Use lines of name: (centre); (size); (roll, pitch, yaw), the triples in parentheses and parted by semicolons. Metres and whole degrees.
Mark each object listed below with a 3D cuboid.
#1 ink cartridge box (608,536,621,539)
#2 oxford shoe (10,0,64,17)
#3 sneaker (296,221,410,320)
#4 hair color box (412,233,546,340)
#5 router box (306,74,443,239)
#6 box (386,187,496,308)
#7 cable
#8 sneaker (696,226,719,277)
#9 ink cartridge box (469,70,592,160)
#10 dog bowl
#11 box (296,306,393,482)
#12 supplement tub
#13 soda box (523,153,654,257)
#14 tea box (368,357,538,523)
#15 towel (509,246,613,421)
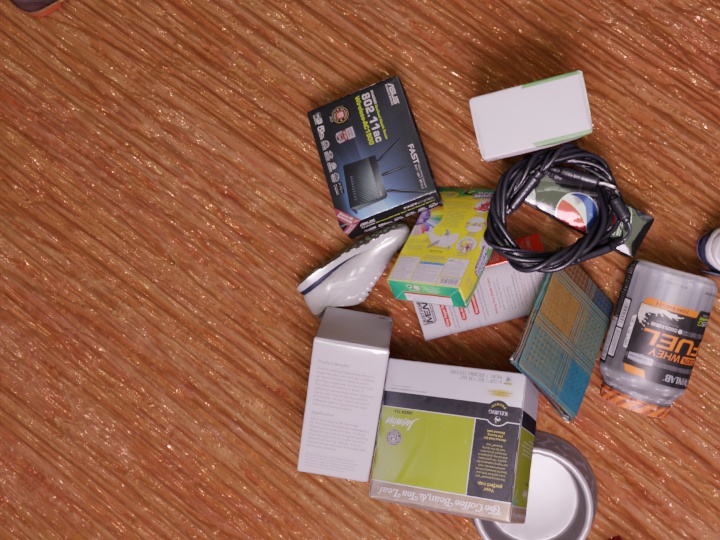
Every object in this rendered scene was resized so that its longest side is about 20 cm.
ink cartridge box: (0.300, 0.474, 1.169); (0.199, 0.144, 0.084); (-23, 89, 11)
oxford shoe: (-0.469, -0.472, 1.299); (0.199, 0.073, 0.072); (-32, 86, 10)
sneaker: (0.000, 0.000, 1.244); (0.199, 0.076, 0.081); (-34, 95, 17)
hair color box: (0.175, 0.025, 1.193); (0.198, 0.061, 0.102); (-15, 118, 10)
router box: (0.020, -0.166, 1.204); (0.149, 0.062, 0.201); (-20, 72, 10)
box: (0.128, -0.041, 1.166); (0.117, 0.049, 0.201); (7, 52, 31)
cable: (0.259, -0.083, 1.109); (0.198, 0.051, 0.164); (-18, 85, -1)
sneaker: (0.555, -0.001, 1.096); (0.199, 0.146, 0.081); (23, 97, 9)
ink cartridge box: (0.230, -0.206, 1.121); (0.145, 0.200, 0.085); (-13, 94, 11)
dog bowl: (0.253, 0.342, 1.215); (0.198, 0.059, 0.202); (1, 94, 10)
box: (-0.020, 0.174, 1.189); (0.105, 0.152, 0.202); (9, 104, 3)
supplement tub: (0.408, 0.094, 1.141); (0.122, 0.123, 0.202); (16, 96, 9)
soda box: (0.312, -0.093, 1.175); (0.199, 0.071, 0.064); (28, 96, 7)
tea box: (0.135, 0.240, 1.153); (0.198, 0.134, 0.198); (5, 75, 22)
towel: (0.282, 0.087, 1.131); (0.147, 0.022, 0.201); (44, 57, -26)
